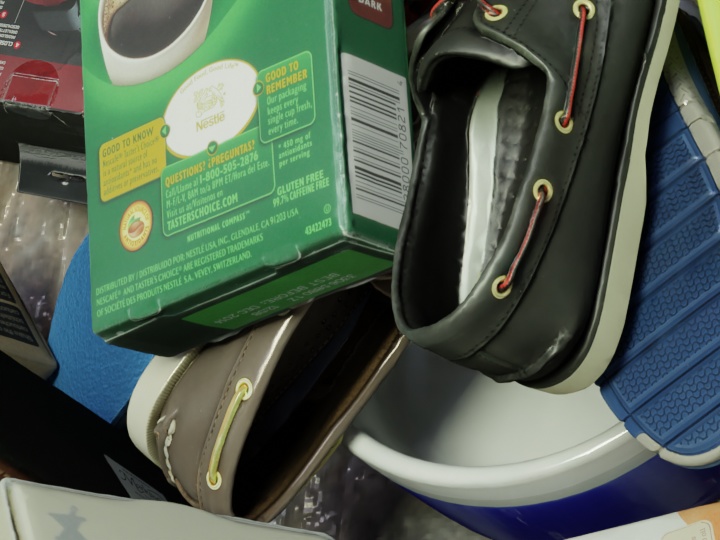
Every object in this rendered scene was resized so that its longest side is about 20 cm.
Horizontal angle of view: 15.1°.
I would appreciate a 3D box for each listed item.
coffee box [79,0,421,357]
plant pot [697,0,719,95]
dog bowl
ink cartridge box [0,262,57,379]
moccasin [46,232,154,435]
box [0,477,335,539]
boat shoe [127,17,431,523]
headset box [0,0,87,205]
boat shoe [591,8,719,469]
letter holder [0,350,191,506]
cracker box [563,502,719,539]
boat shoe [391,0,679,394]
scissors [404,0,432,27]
[{"bbox_3d":[-0.040,-0.084,0.910,0.122,0.044,0.202,-22,64,39],"label":"coffee box"},{"bbox_3d":[0.226,-0.097,0.875,0.198,0.181,0.201,-19,58,21],"label":"plant pot"},{"bbox_3d":[0.071,-0.004,0.985,0.199,0.079,0.202,-13,61,25],"label":"dog bowl"},{"bbox_3d":[-0.243,0.064,1.060,0.200,0.164,0.075,-46,59,18],"label":"ink cartridge box"},{"bbox_3d":[-0.058,-0.006,1.056,0.081,0.068,0.201,55,126,35],"label":"moccasin"},{"bbox_3d":[-0.088,0.185,0.897,0.201,0.127,0.109,-62,31,28],"label":"box"},{"bbox_3d":[0.000,0.000,0.931,0.200,0.072,0.060,-52,49,5],"label":"boat shoe"},{"bbox_3d":[-0.093,-0.122,1.143,0.148,0.075,0.201,10,72,34],"label":"headset box"},{"bbox_3d":[0.107,-0.024,0.872,0.072,0.072,0.201,-34,52,34],"label":"boat shoe"},{"bbox_3d":[-0.141,0.118,0.971,0.142,0.200,0.101,-44,49,5],"label":"letter holder"},{"bbox_3d":[0.062,0.166,0.920,0.199,0.058,0.135,-17,59,24],"label":"cracker box"},{"bbox_3d":[0.053,-0.066,0.844,0.073,0.063,0.203,-13,64,53],"label":"boat shoe"},{"bbox_3d":[0.021,-0.101,1.020,0.014,0.200,0.073,42,73,-3],"label":"scissors"}]
